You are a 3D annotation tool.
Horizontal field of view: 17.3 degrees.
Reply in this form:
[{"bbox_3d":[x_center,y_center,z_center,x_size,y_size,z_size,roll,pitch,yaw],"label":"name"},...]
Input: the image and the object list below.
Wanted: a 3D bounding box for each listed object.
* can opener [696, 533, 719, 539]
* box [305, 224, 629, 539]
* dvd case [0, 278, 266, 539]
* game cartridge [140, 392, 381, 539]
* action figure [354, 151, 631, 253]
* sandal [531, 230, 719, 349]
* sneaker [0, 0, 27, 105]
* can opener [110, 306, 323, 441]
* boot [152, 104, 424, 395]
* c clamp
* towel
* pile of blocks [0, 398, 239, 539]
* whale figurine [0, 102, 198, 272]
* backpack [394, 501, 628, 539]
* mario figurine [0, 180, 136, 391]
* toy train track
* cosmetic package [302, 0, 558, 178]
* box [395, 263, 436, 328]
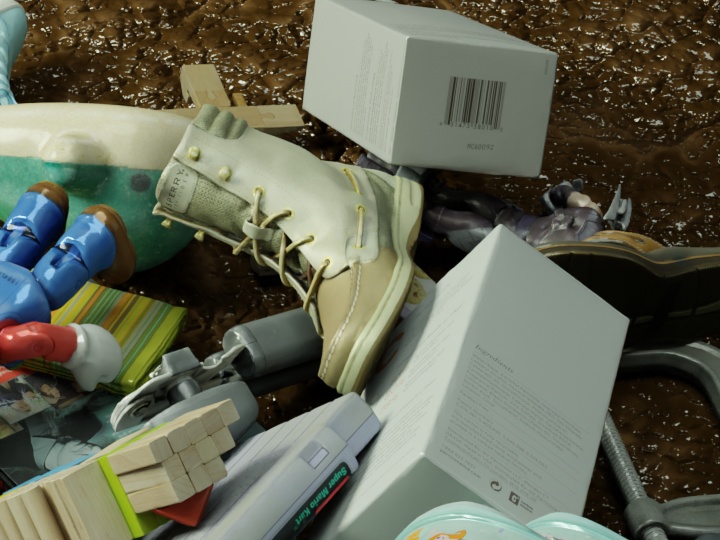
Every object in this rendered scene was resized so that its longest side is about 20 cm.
[{"bbox_3d":[0.214,0.117,1.278,0.066,0.053,0.201,12,64,17],"label":"can opener"},{"bbox_3d":[0.058,0.093,1.276,0.097,0.124,0.200,35,38,-11],"label":"box"},{"bbox_3d":[-0.162,0.083,1.376,0.146,0.022,0.200,-26,46,-33],"label":"dvd case"},{"bbox_3d":[-0.081,0.145,1.223,0.129,0.038,0.200,-21,18,47],"label":"game cartridge"},{"bbox_3d":[0.090,-0.025,1.503,0.199,0.070,0.130,20,33,14],"label":"action figure"},{"bbox_3d":[0.160,0.003,1.420,0.199,0.082,0.055,-6,42,-34],"label":"sandal"},{"bbox_3d":[-0.254,-0.105,1.576,0.082,0.074,0.200,20,49,8],"label":"sneaker"},{"bbox_3d":[-0.057,0.067,1.361,0.199,0.053,0.067,-16,65,-43],"label":"can opener"},{"bbox_3d":[-0.047,-0.016,1.358,0.154,0.072,0.200,24,32,-8],"label":"boot"},{"bbox_3d":[0.170,0.102,1.375,0.170,0.027,0.200,-1,37,-8],"label":"c clamp"},{"bbox_3d":[-0.208,0.026,1.417,0.199,0.018,0.086,14,35,14],"label":"towel"},{"bbox_3d":[-0.139,0.131,1.249,0.199,0.062,0.082,-23,4,28],"label":"pile of blocks"},{"bbox_3d":[-0.189,-0.052,1.466,0.199,0.104,0.159,2,3,-13],"label":"whale figurine"},{"bbox_3d":[0.079,0.204,1.114,0.199,0.178,0.151,22,40,19],"label":"backpack"},{"bbox_3d":[-0.216,0.043,1.348,0.123,0.106,0.200,-8,31,45],"label":"mario figurine"},{"bbox_3d":[-0.084,-0.062,1.563,0.114,0.033,0.200,-4,44,-21],"label":"toy train track"},{"bbox_3d":[0.041,-0.123,1.535,0.107,0.085,0.200,4,11,-17],"label":"cosmetic package"},{"bbox_3d":[0.000,0.000,1.462,0.041,0.039,0.200,-22,52,-33],"label":"box"}]
